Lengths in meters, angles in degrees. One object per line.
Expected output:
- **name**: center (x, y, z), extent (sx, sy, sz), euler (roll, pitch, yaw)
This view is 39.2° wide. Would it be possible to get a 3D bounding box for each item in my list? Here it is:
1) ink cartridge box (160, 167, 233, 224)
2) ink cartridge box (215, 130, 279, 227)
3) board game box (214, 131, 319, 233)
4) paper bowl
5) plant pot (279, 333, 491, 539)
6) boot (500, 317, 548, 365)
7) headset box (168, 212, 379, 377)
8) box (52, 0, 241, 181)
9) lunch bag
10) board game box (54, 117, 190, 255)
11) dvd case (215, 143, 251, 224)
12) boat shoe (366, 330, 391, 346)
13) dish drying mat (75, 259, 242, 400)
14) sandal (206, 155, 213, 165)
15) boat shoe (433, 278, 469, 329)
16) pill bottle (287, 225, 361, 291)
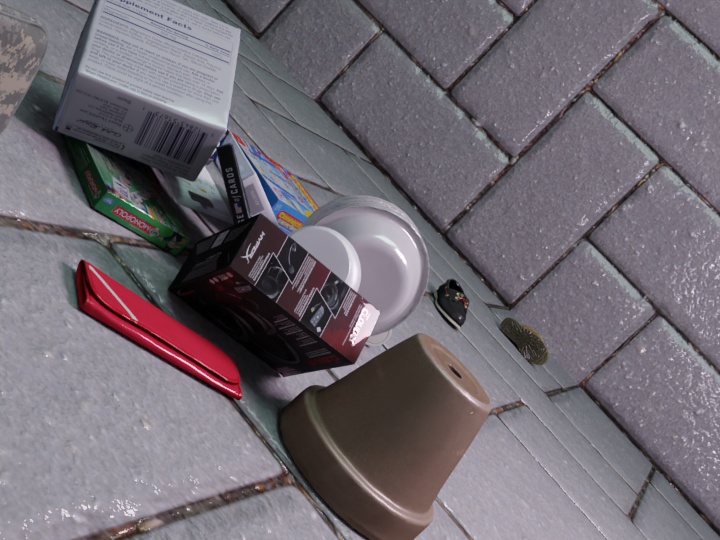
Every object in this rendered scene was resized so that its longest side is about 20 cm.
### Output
- **ink cartridge box**: center (-0.258, -0.141, 1.330), extent (0.201, 0.050, 0.162), euler (61, 14, 18)
- **ink cartridge box**: center (-0.177, -0.122, 1.509), extent (0.200, 0.047, 0.160), euler (54, -11, 48)
- **board game box**: center (-0.145, -0.129, 1.769), extent (0.196, 0.056, 0.200), euler (30, 18, -52)
- **paper bowl**: center (0.000, 0.000, 1.456), extent (0.201, 0.201, 0.104), euler (41, 12, -18)
- **plant pot**: center (0.041, 0.164, 1.088), extent (0.200, 0.175, 0.200), euler (42, 11, -10)
- **boot**: center (0.486, 0.204, 2.854), extent (0.175, 0.066, 0.200), euler (51, 11, 25)
- **headset box**: center (-0.089, 0.039, 1.120), extent (0.200, 0.077, 0.149), euler (41, -31, -23)
- **box**: center (-0.257, -0.237, 1.241), extent (0.183, 0.105, 0.201), euler (20, 46, -21)
- **lunch bag**: center (-0.418, -0.224, 0.940), extent (0.167, 0.140, 0.200), euler (30, 8, 10)
- **board game box**: center (-0.294, -0.113, 1.242), extent (0.134, 0.029, 0.200), euler (36, 14, -45)
- **dvd case**: center (-0.147, -0.061, 1.276), extent (0.200, 0.025, 0.151), euler (108, -33, -80)
- **boat shoe**: center (-0.022, 0.036, 1.564), extent (0.200, 0.075, 0.062), euler (47, 3, -26)
- **dish drying mat**: center (-0.195, 0.060, 1.001), extent (0.200, 0.018, 0.077), euler (37, 13, -35)
- **sandal**: center (-0.234, -0.185, 1.459), extent (0.202, 0.050, 0.083), euler (1, -70, 63)
- **boat shoe**: center (0.215, 0.074, 2.348), extent (0.074, 0.063, 0.201), euler (44, 12, -14)
- **pill bottle**: center (-0.059, 0.008, 1.283), extent (0.120, 0.120, 0.200), euler (46, -9, 5)
